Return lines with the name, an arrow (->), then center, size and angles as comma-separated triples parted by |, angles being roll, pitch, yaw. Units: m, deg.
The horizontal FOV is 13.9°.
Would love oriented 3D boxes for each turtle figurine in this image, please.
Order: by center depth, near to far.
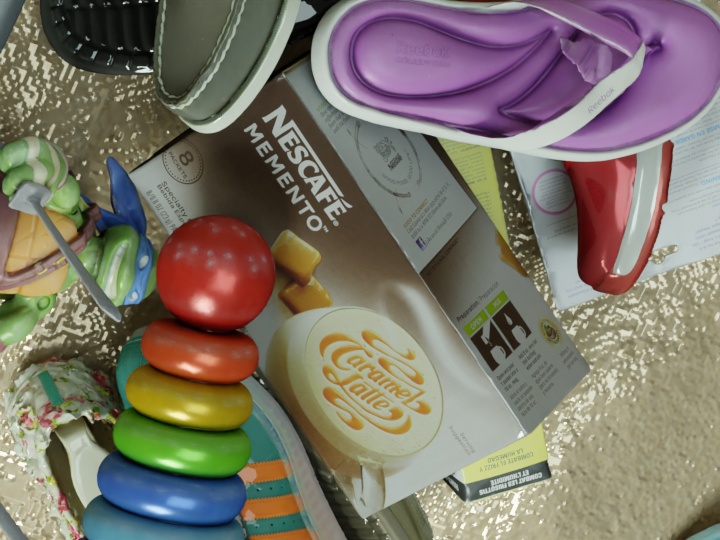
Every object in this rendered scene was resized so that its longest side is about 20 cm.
turtle figurine -> -0.192, -0.001, 1.336 | 0.194, 0.200, 0.144 | 16, 146, -3

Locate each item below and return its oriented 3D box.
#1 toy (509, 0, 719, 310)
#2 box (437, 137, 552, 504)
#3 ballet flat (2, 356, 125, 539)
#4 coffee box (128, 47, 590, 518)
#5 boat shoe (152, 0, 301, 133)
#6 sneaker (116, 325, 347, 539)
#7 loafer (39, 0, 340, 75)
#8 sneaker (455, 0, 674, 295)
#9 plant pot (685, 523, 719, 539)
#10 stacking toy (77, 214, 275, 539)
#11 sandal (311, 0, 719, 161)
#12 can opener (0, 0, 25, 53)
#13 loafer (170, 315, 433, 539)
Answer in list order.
toy -> 0.119, -0.095, 1.474 | 0.115, 0.047, 0.200 | -19, 107, -7
box -> 0.046, 0.010, 1.468 | 0.050, 0.075, 0.200 | -15, 112, -12
ballet flat -> -0.114, 0.132, 1.461 | 0.076, 0.064, 0.200 | -34, 114, -3
coffee box -> 0.000, 0.000, 1.388 | 0.114, 0.080, 0.200 | -29, 97, 37
boat shoe -> -0.058, -0.163, 1.316 | 0.060, 0.072, 0.202 | 17, 89, -49
sneaker -> -0.064, 0.121, 1.418 | 0.200, 0.071, 0.080 | 59, 44, -21
loafer -> -0.050, -0.130, 1.395 | 0.200, 0.071, 0.073 | -10, 83, 2
sneaker -> 0.090, -0.092, 1.413 | 0.115, 0.078, 0.200 | 5, 89, -6
plant pot -> 0.247, 0.260, 1.555 | 0.196, 0.200, 0.200 | 33, 95, -31
stacking toy -> -0.083, 0.073, 1.346 | 0.085, 0.085, 0.200 | 7, 99, -20
sandal -> 0.079, -0.089, 1.338 | 0.203, 0.050, 0.083 | -3, 92, -17
can opener -> -0.129, -0.184, 1.363 | 0.067, 0.053, 0.200 | 22, 100, -22
loafer -> -0.018, 0.079, 1.465 | 0.200, 0.076, 0.068 | 57, 48, -26
